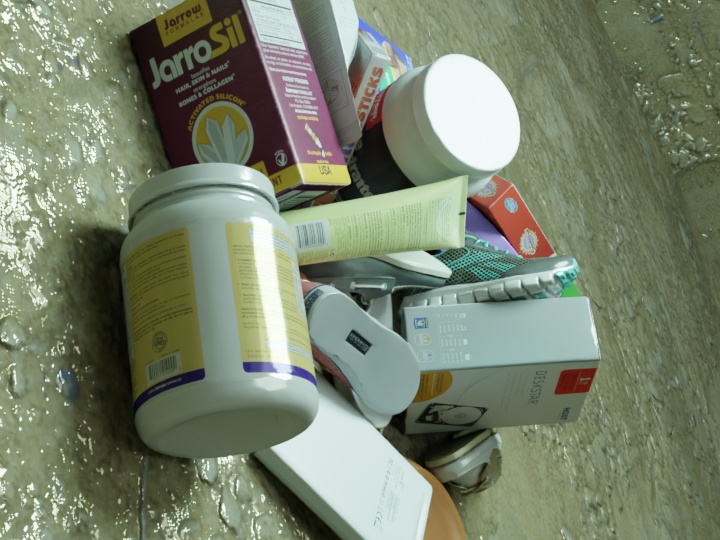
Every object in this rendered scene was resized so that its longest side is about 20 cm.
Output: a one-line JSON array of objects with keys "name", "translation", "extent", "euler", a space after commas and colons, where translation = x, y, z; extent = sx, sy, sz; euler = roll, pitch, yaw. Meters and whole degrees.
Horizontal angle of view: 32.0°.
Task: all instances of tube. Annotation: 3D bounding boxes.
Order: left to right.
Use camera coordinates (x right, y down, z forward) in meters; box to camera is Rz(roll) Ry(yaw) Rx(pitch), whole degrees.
[{"name": "tube", "translation": [0.010, -0.041, 1.190], "extent": [0.058, 0.197, 0.053], "euler": [121, -43, -65]}]

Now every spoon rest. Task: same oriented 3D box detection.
[{"name": "spoon rest", "translation": [0.004, 0.068, 1.313], "extent": [0.099, 0.060, 0.202], "euler": [35, 40, -50]}]

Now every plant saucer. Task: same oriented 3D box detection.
[{"name": "plant saucer", "translation": [0.064, 0.286, 1.292], "extent": [0.200, 0.037, 0.202], "euler": [46, 33, -41]}]

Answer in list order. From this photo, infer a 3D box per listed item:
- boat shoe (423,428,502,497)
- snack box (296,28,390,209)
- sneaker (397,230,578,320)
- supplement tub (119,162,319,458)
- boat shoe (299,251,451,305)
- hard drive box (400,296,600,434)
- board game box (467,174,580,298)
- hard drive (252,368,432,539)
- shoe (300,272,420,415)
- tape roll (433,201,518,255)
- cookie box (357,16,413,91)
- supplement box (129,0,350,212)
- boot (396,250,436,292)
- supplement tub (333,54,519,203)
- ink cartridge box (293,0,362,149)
[{"name": "boat shoe", "translation": [0.129, 0.219, 1.427], "extent": [0.200, 0.074, 0.069], "euler": [-9, 79, -70]}, {"name": "snack box", "translation": [-0.026, -0.137, 1.259], "extent": [0.024, 0.202, 0.072], "euler": [11, 26, -25]}, {"name": "sneaker", "translation": [0.131, -0.003, 1.337], "extent": [0.078, 0.197, 0.092], "euler": [52, 29, -68]}, {"name": "supplement tub", "translation": [-0.115, 0.033, 0.994], "extent": [0.145, 0.144, 0.202], "euler": [28, 47, -55]}, {"name": "boat shoe", "translation": [0.000, 0.000, 1.273], "extent": [0.198, 0.062, 0.073], "euler": [9, 19, -30]}, {"name": "hard drive box", "translation": [0.143, 0.103, 1.344], "extent": [0.157, 0.197, 0.078], "euler": [89, -5, -58]}, {"name": "board game box", "translation": [0.163, -0.049, 1.480], "extent": [0.153, 0.040, 0.200], "euler": [38, -11, 52]}, {"name": "hard drive", "translation": [-0.012, 0.188, 1.179], "extent": [0.200, 0.026, 0.132], "euler": [46, 31, -18]}, {"name": "shoe", "translation": [-0.020, 0.065, 1.211], "extent": [0.072, 0.091, 0.200], "euler": [-53, 136, -9]}, {"name": "tape roll", "translation": [0.119, -0.017, 1.483], "extent": [0.200, 0.066, 0.200], "euler": [46, -6, 6]}, {"name": "cookie box", "translation": [0.001, -0.206, 1.504], "extent": [0.199, 0.075, 0.173], "euler": [23, 52, -57]}, {"name": "supplement box", "translation": [-0.110, -0.151, 1.165], "extent": [0.103, 0.130, 0.202], "euler": [-6, 76, -63]}, {"name": "boot", "translation": [-0.001, -0.048, 1.401], "extent": [0.200, 0.075, 0.074], "euler": [49, 58, -15]}, {"name": "supplement tub", "translation": [0.055, -0.123, 1.293], "extent": [0.139, 0.199, 0.142], "euler": [14, 64, -31]}, {"name": "ink cartridge box", "translation": [-0.066, -0.192, 1.252], "extent": [0.057, 0.162, 0.203], "euler": [-1, 71, -51]}]
